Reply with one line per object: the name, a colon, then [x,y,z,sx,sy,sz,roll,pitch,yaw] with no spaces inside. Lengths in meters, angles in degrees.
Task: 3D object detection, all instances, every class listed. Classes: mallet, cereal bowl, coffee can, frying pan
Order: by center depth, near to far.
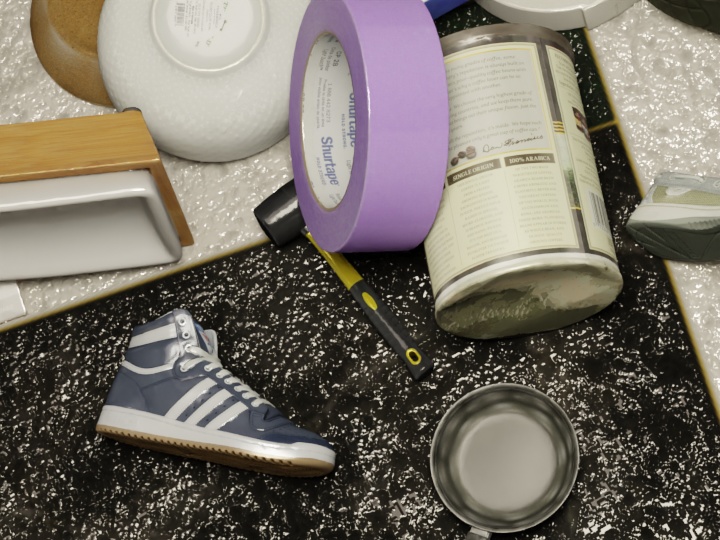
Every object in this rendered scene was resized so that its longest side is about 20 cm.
frying pan: [0.111,0.179,1.536,0.114,0.031,0.191,-5,72,11]
coffee can: [0.111,-0.067,1.565,0.145,0.146,0.201,-13,67,8]
mallet: [0.000,0.000,1.631,0.066,0.041,0.200,-43,71,-8]
cereal bowl: [-0.122,-0.195,1.678,0.199,0.083,0.201,0,79,-1]

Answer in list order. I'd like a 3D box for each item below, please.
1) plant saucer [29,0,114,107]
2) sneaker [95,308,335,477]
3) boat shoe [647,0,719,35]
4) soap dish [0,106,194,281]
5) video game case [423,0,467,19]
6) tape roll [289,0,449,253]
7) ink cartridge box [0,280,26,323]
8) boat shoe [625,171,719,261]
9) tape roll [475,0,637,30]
plant saucer: [-0.198,-0.239,1.763,0.199,0.035,0.201,-4,69,11]
sneaker: [-0.105,0.095,1.597,0.199,0.070,0.109,9,74,19]
boat shoe: [0.291,-0.234,1.621,0.199,0.076,0.074,32,65,2]
soap dish: [-0.243,-0.060,1.628,0.199,0.158,0.082,-5,67,4]
video game case: [0.097,-0.330,1.667,0.199,0.045,0.182,-28,73,12]
tape roll: [0.003,-0.114,1.554,0.065,0.200,0.201,-3,66,-18]
ink cartridge box: [-0.379,-0.031,1.733,0.160,0.050,0.201,-19,85,5]
boat shoe: [0.292,-0.044,1.529,0.201,0.074,0.065,1,57,47]
tape roll: [0.166,-0.296,1.700,0.201,0.037,0.204,-4,68,11]
